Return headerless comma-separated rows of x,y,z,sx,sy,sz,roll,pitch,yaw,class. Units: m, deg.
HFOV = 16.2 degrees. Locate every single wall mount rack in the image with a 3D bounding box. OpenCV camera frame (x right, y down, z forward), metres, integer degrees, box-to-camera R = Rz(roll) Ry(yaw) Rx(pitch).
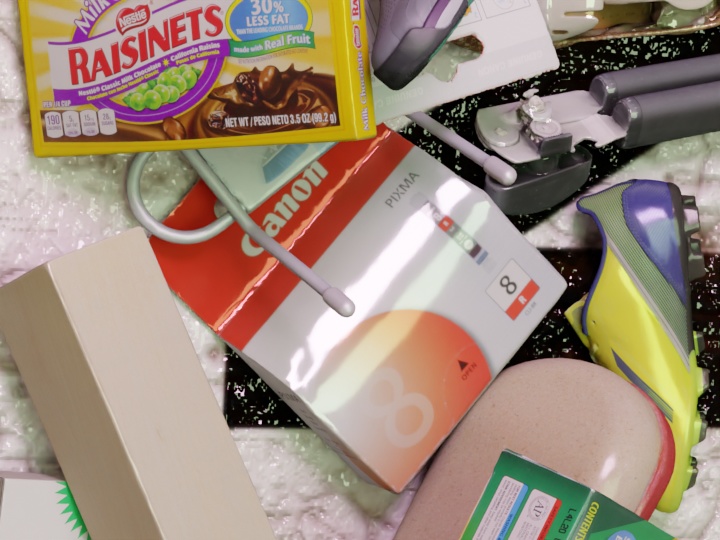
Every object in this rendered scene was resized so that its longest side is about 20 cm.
-0.022,-0.071,1.359,0.200,0.075,0.174,-39,86,-14,wall mount rack

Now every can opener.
0.155,-0.087,1.481,0.199,0.053,0.067,-15,134,-21,can opener

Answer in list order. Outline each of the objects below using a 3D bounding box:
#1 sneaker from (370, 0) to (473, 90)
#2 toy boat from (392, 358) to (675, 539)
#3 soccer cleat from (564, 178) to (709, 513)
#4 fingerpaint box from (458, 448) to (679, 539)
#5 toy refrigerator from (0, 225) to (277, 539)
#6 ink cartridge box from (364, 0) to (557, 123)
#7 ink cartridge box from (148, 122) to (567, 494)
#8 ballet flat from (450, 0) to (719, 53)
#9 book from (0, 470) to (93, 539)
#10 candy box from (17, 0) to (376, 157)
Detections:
0.022,-0.177,1.286,0.087,0.074,0.200,32,48,-11,sneaker
0.108,0.153,1.450,0.200,0.130,0.131,-61,144,-8,toy boat
0.163,0.045,1.493,0.083,0.065,0.201,-3,101,5,soccer cleat
0.102,0.220,1.319,0.167,0.073,0.200,33,82,-42,fingerpaint box
-0.114,0.085,1.321,0.070,0.076,0.201,-24,89,-35,toy refrigerator
0.004,-0.180,1.348,0.162,0.050,0.201,-19,90,-37,ink cartridge box
0.000,0.000,1.410,0.200,0.050,0.162,46,75,-23,ink cartridge box
0.139,-0.163,1.451,0.199,0.065,0.071,-11,99,-23,ballet flat
-0.151,0.212,1.365,0.133,0.048,0.201,6,91,-31,book
-0.087,-0.113,1.294,0.026,0.199,0.103,-13,99,-60,candy box
